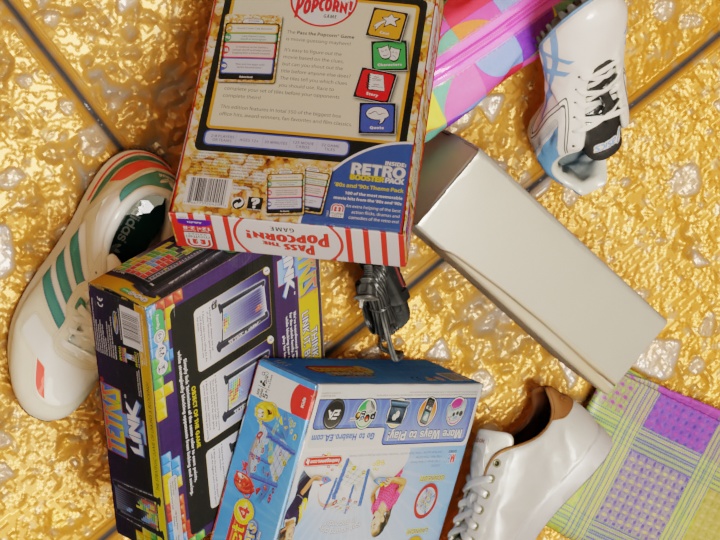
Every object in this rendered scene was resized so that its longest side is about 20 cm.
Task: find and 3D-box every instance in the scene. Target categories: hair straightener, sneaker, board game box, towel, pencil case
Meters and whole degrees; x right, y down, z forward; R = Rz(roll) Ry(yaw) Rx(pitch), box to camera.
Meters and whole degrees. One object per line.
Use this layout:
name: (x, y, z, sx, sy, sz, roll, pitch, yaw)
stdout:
hair straightener: (0.000, 0.000, 1.432, 0.041, 0.077, 0.200, 1, 138, 15)
sneaker: (0.159, -0.124, 1.421, 0.072, 0.073, 0.200, -31, 156, -16)
board game box: (-0.015, 0.162, 1.447, 0.200, 0.056, 0.196, 5, 104, -53)
towel: (0.240, 0.168, 1.602, 0.200, 0.023, 0.144, 24, 95, -21)
pencil case: (0.070, -0.151, 1.434, 0.200, 0.088, 0.088, -37, 111, -9)
board game box: (-0.032, -0.106, 1.345, 0.151, 0.046, 0.200, 6, 62, 7)
board game box: (-0.097, 0.067, 1.385, 0.165, 0.057, 0.200, -33, 132, -42)
sneaker: (0.092, 0.167, 1.508, 0.085, 0.073, 0.200, 46, 71, -16)
sneaker: (-0.176, 0.015, 1.390, 0.070, 0.093, 0.200, 26, 94, -22)

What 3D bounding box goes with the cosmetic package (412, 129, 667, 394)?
cosmetic package: (0.114, -0.008, 1.475, 0.200, 0.104, 0.073, 40, 90, -21)
